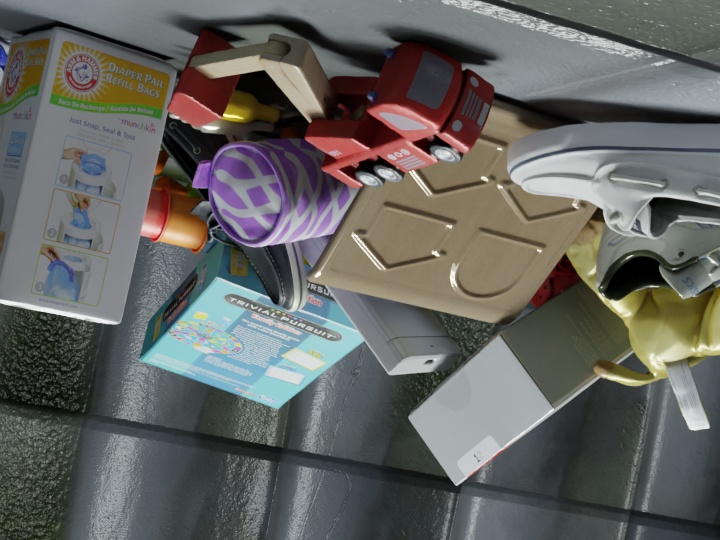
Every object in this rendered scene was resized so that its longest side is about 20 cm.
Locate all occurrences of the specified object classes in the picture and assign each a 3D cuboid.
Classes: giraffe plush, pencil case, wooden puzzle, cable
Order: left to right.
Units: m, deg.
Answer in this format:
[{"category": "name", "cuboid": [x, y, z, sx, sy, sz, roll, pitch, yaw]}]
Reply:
[{"category": "cable", "cuboid": [-0.043, -0.110, 0.956, 0.197, 0.051, 0.097, 12, 174, -3]}, {"category": "pencil case", "cuboid": [-0.034, -0.072, 0.998, 0.085, 0.085, 0.199, 35, -155, 24]}, {"category": "wooden puzzle", "cuboid": [0.078, -0.049, 0.925, 0.183, 0.201, 0.047, 13, -139, -28]}, {"category": "giraffe plush", "cuboid": [0.273, -0.001, 1.010, 0.171, 0.203, 0.162, 4, -156, 32]}]

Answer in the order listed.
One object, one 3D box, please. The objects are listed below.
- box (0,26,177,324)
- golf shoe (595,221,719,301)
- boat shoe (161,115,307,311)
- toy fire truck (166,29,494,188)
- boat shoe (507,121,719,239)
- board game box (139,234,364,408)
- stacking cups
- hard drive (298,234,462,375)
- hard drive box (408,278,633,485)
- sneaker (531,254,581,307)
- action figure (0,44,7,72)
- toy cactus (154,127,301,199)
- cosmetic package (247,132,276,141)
[{"category": "box", "cuboid": [-0.226, -0.072, 0.972, 0.100, 0.203, 0.112, 14, 179, -33]}, {"category": "golf shoe", "cuboid": [0.244, -0.016, 0.838, 0.199, 0.098, 0.078, -10, 131, 45]}, {"category": "boat shoe", "cuboid": [-0.106, -0.052, 1.033, 0.062, 0.202, 0.074, -29, -176, -22]}, {"category": "toy fire truck", "cuboid": [-0.025, -0.109, 0.787, 0.140, 0.049, 0.199, 30, 161, -24]}, {"category": "boat shoe", "cuboid": [0.179, -0.053, 0.799, 0.198, 0.066, 0.073, 1, 167, 37]}, {"category": "board game box", "cuboid": [-0.097, 0.052, 1.161, 0.149, 0.047, 0.200, 21, 147, -20]}, {"category": "stacking cups", "cuboid": [-0.120, -0.037, 1.117, 0.198, 0.061, 0.060, 13, 177, -30]}, {"category": "hard drive", "cuboid": [0.000, 0.000, 1.082, 0.201, 0.027, 0.132, 54, -161, 18]}, {"category": "hard drive box", "cuboid": [0.159, 0.082, 1.105, 0.199, 0.077, 0.156, -27, 166, -40]}, {"category": "sneaker", "cuboid": [0.212, -0.014, 1.184, 0.077, 0.117, 0.200, 11, 179, 0]}, {"category": "action figure", "cuboid": [-0.295, -0.153, 1.087, 0.098, 0.066, 0.199, -1, 169, 40]}, {"category": "toy cactus", "cuboid": [-0.131, -0.113, 1.192, 0.197, 0.104, 0.165, 10, -163, -21]}, {"category": "cosmetic package", "cuboid": [-0.091, -0.029, 1.301, 0.072, 0.203, 0.103, 14, 180, 22]}]
